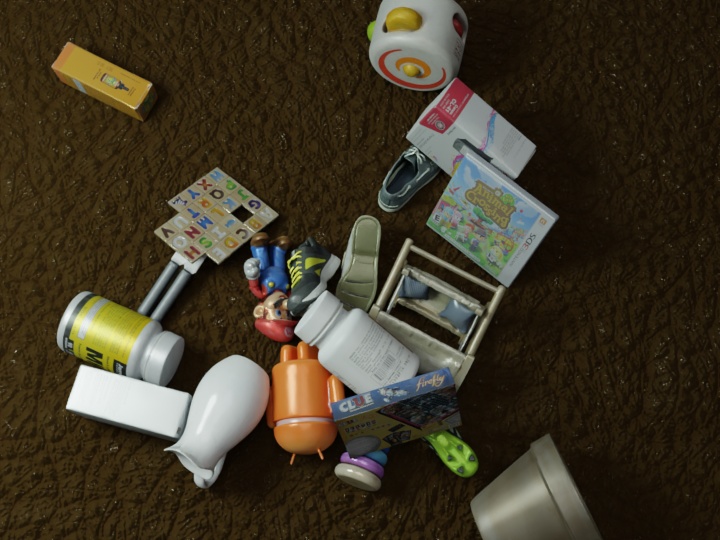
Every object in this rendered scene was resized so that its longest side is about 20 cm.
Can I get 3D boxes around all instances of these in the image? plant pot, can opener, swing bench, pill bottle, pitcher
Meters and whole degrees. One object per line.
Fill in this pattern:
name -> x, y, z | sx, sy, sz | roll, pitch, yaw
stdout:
plant pot -> 0.283, 0.400, 1.397 | 0.172, 0.200, 0.202 | -28, 74, 8
can opener -> -0.336, 0.008, 1.568 | 0.052, 0.066, 0.202 | 33, 82, -2
swing bench -> 0.122, 0.088, 1.508 | 0.197, 0.130, 0.202 | 26, 73, 6
pill bottle -> -0.419, 0.125, 1.496 | 0.197, 0.115, 0.116 | 22, 73, 7
pill bottle -> -0.008, 0.130, 1.417 | 0.199, 0.114, 0.115 | 39, 75, -7
pitcher -> -0.235, 0.261, 1.444 | 0.120, 0.173, 0.201 | 22, 60, 15

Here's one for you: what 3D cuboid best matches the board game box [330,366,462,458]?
board game box -> 0.061, 0.233, 1.375 | 0.197, 0.136, 0.035 | -17, 50, 0

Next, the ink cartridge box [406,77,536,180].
ink cartridge box -> 0.202, -0.237, 1.570 | 0.199, 0.148, 0.086 | 40, 66, -5

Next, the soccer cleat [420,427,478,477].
soccer cleat -> 0.129, 0.274, 1.472 | 0.067, 0.081, 0.201 | -37, 80, -5

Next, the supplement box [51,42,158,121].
supplement box -> -0.503, -0.371, 1.676 | 0.198, 0.069, 0.067 | 27, 75, 9

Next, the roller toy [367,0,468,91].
roller toy -> 0.112, -0.440, 1.641 | 0.180, 0.200, 0.142 | 19, 73, -16

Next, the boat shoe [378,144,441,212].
boat shoe -> 0.106, -0.200, 1.631 | 0.072, 0.062, 0.201 | 36, 74, 13

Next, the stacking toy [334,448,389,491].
stacking toy -> 0.025, 0.274, 1.480 | 0.084, 0.086, 0.202 | 19, 67, 5

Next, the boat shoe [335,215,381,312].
boat shoe -> 0.000, 0.000, 1.565 | 0.074, 0.068, 0.203 | 15, 93, -1

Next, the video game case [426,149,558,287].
video game case -> 0.235, -0.091, 1.548 | 0.199, 0.183, 0.022 | 39, 42, 11

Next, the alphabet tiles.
alphabet tiles -> -0.277, -0.097, 1.578 | 0.166, 0.008, 0.200 | 37, 54, 16

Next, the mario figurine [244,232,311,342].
mario figurine -> -0.144, 0.029, 1.536 | 0.121, 0.106, 0.203 | -7, 71, -5

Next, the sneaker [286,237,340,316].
sneaker -> -0.102, 0.009, 1.509 | 0.085, 0.200, 0.074 | 44, 116, -8

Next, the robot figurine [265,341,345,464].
robot figurine -> -0.098, 0.229, 1.469 | 0.141, 0.117, 0.203 | -2, 72, -4

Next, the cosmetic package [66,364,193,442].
cosmetic package -> -0.389, 0.234, 1.465 | 0.197, 0.113, 0.082 | 13, 73, 2
